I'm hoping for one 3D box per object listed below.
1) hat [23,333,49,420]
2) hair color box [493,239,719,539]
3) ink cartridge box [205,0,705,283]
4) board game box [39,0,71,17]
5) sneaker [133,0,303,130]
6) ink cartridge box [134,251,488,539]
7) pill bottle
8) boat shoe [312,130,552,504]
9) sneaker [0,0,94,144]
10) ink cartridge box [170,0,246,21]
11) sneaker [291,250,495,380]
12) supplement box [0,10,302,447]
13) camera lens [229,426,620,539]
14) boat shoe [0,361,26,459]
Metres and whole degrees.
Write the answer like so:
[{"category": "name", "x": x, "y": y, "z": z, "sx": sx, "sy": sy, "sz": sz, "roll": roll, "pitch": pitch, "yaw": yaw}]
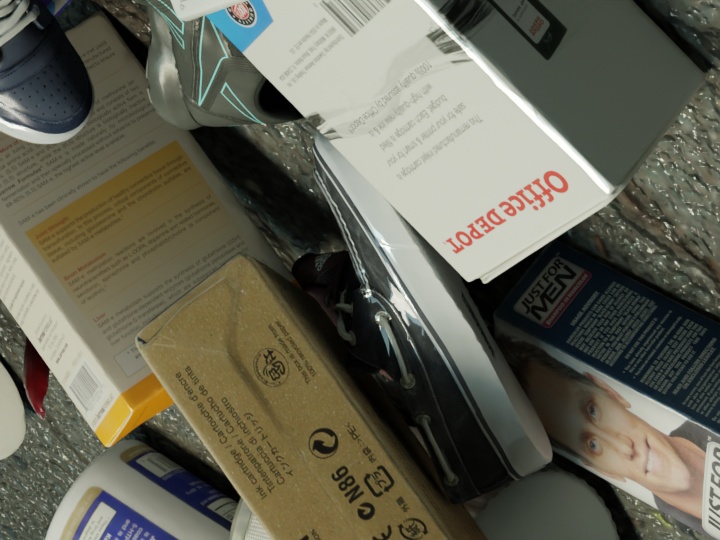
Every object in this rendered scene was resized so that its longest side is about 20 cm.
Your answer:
[{"category": "hat", "x": -0.220, "y": -0.013, "z": 1.482, "sx": 0.166, "sy": 0.176, "sz": 0.200, "roll": 45, "pitch": 153, "yaw": -8}, {"category": "hair color box", "x": 0.164, "y": 0.074, "z": 1.243, "sx": 0.199, "sy": 0.061, "sz": 0.100, "roll": 29, "pitch": 150, "yaw": 25}, {"category": "ink cartridge box", "x": 0.033, "y": -0.106, "z": 1.114, "sx": 0.200, "sy": 0.084, "sz": 0.146, "roll": 45, "pitch": 152, "yaw": -7}, {"category": "board game box", "x": -0.233, "y": -0.231, "z": 1.320, "sx": 0.199, "sy": 0.045, "sz": 0.135, "roll": 35, "pitch": 153, "yaw": 13}, {"category": "sneaker", "x": -0.073, "y": -0.141, "z": 1.237, "sx": 0.079, "sy": 0.076, "sz": 0.200, "roll": 14, "pitch": 151, "yaw": 19}, {"category": "ink cartridge box", "x": -0.012, "y": 0.099, "z": 1.244, "sx": 0.200, "sy": 0.075, "sz": 0.165, "roll": 54, "pitch": -177, "yaw": 14}, {"category": "pill bottle", "x": -0.112, "y": 0.217, "z": 1.752, "sx": 0.199, "sy": 0.120, "sz": 0.120, "roll": 31, "pitch": 152, "yaw": 20}, {"category": "boat shoe", "x": 0.019, "y": 0.023, "z": 1.217, "sx": 0.201, "sy": 0.067, "sz": 0.072, "roll": 59, "pitch": -169, "yaw": -16}, {"category": "sneaker", "x": -0.197, "y": -0.152, "z": 1.264, "sx": 0.200, "sy": 0.070, "sz": 0.108, "roll": 50, "pitch": 154, "yaw": -11}, {"category": "ink cartridge box", "x": -0.057, "y": -0.209, "z": 0.983, "sx": 0.173, "sy": 0.043, "sz": 0.201, "roll": -9, "pitch": 111, "yaw": 53}, {"category": "sneaker", "x": 0.000, "y": 0.000, "z": 1.334, "sx": 0.115, "sy": 0.076, "sz": 0.201, "roll": 25, "pitch": 150, "yaw": 34}, {"category": "supplement box", "x": -0.142, "y": -0.023, "z": 1.375, "sx": 0.201, "sy": 0.126, "sz": 0.074, "roll": 54, "pitch": 155, "yaw": 7}, {"category": "camera lens", "x": 0.033, "y": 0.172, "z": 1.451, "sx": 0.199, "sy": 0.160, "sz": 0.160, "roll": 6, "pitch": 138, "yaw": 48}, {"category": "boat shoe", "x": -0.330, "y": 0.061, "z": 1.869, "sx": 0.200, "sy": 0.072, "sz": 0.068, "roll": 42, "pitch": 175, "yaw": -16}]
